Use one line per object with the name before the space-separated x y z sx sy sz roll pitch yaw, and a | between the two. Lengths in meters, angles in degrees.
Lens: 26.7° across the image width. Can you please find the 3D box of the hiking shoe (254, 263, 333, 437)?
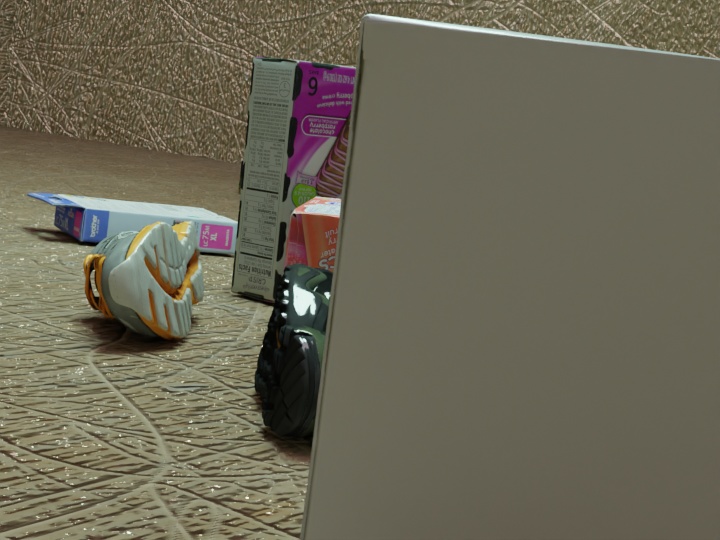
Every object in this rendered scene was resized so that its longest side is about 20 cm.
hiking shoe | -0.003 0.053 0.839 0.100 0.076 0.200 15 14 -8

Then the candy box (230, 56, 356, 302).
candy box | -0.034 -0.075 1.296 0.061 0.202 0.136 13 9 44

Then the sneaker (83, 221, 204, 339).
sneaker | -0.156 0.008 1.043 0.077 0.079 0.200 -6 3 2

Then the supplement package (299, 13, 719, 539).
supplement package | 0.071 0.022 0.538 0.154 0.202 0.111 9 6 10

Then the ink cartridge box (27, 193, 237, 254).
ink cartridge box | -0.237 -0.049 1.568 0.199 0.042 0.119 7 6 -26

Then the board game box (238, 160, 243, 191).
board game box | -0.107 -0.138 2.452 0.164 0.057 0.200 5 7 -11

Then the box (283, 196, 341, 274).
box | 0.000 0.000 1.144 0.102 0.096 0.200 8 6 1
